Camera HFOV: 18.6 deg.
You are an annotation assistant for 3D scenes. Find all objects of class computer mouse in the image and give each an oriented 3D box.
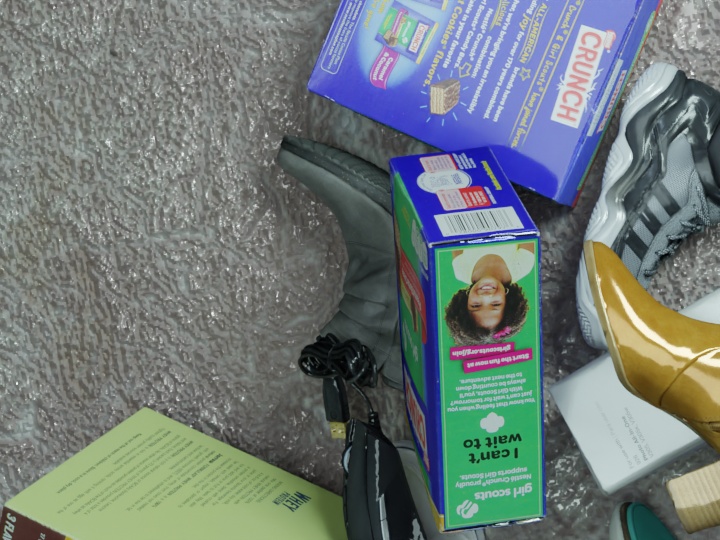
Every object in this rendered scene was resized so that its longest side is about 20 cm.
[{"bbox_3d":[-0.004,0.140,1.512,0.046,0.140,0.201,-19,102,-14],"label":"computer mouse"}]

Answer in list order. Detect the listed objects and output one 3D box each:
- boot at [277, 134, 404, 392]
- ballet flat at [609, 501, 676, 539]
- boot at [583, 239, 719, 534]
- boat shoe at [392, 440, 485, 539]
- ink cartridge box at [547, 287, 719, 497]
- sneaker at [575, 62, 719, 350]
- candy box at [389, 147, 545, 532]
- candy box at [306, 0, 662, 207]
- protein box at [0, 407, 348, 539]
[{"bbox_3d":[0.000,0.000,1.567,0.200,0.070,0.132,34,103,14],"label":"boot"},{"bbox_3d":[0.217,0.255,1.509,0.069,0.069,0.200,-37,81,16],"label":"ballet flat"},{"bbox_3d":[0.232,0.051,1.345,0.144,0.071,0.202,-24,87,11],"label":"boot"},{"bbox_3d":[0.056,0.216,1.555,0.073,0.065,0.200,-27,83,18],"label":"boat shoe"},{"bbox_3d":[0.238,0.061,1.449,0.200,0.145,0.088,-33,81,16],"label":"ink cartridge box"},{"bbox_3d":[0.219,-0.034,1.489,0.114,0.075,0.201,16,94,20],"label":"sneaker"},{"bbox_3d":[0.069,0.042,1.437,0.077,0.169,0.201,-7,112,-5],"label":"candy box"},{"bbox_3d":[0.088,-0.160,1.530,0.200,0.077,0.170,26,98,17],"label":"candy box"},{"bbox_3d":[-0.127,0.222,1.533,0.200,0.198,0.135,23,114,16],"label":"protein box"}]
